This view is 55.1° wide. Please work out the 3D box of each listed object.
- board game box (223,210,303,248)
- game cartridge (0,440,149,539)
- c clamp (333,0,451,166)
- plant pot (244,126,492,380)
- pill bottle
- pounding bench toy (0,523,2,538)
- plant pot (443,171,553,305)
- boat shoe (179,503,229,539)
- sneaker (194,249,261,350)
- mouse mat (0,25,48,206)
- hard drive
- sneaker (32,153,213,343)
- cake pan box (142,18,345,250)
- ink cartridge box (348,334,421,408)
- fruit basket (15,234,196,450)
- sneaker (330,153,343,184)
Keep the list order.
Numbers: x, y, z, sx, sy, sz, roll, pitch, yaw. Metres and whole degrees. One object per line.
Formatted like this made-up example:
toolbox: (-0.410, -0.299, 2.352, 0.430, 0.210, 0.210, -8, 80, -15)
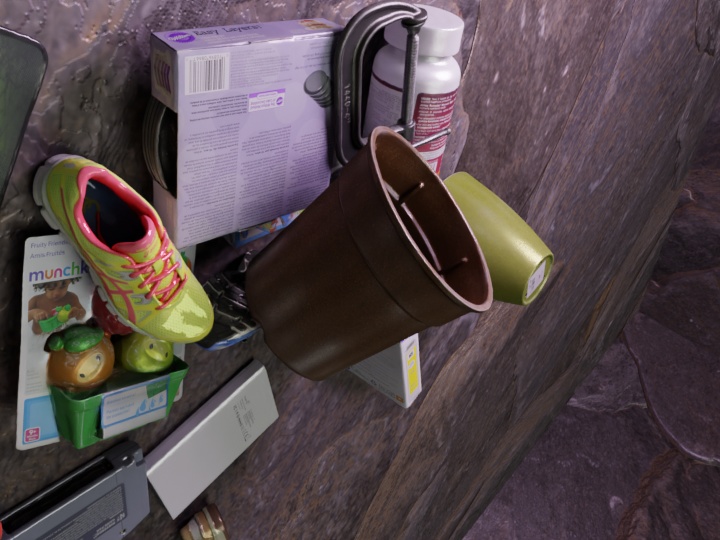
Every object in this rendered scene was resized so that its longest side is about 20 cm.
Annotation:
board game box: (-0.090, -0.137, 0.734, 0.133, 0.034, 0.204, -25, 137, -35)
game cartridge: (-0.331, 0.293, 0.777, 0.198, 0.041, 0.136, -29, 144, -41)
c clamp: (0.033, -0.190, 0.715, 0.169, 0.027, 0.203, -35, 145, -24)
plant pot: (0.000, 0.000, 0.697, 0.196, 0.204, 0.199, -34, 159, 23)
pill bottle: (0.061, -0.206, 0.839, 0.108, 0.109, 0.204, -27, 138, -42)
pounding bench toy: (-0.376, 0.185, 0.516, 0.155, 0.123, 0.204, -34, 143, -35)
plant pot: (0.210, -0.032, 1.138, 0.186, 0.198, 0.190, -37, 145, -31)
boat shoe: (-0.235, 0.431, 1.036, 0.075, 0.072, 0.204, -22, 129, -25)
sneaker: (-0.135, 0.049, 0.761, 0.090, 0.077, 0.200, -59, 178, 18)
mouse mat: (-0.315, -0.085, 0.478, 0.159, 0.007, 0.204, 4, 114, -58)
hard drive: (-0.197, 0.227, 0.930, 0.199, 0.026, 0.134, -41, 146, -28)
sneaker: (-0.188, -0.010, 0.579, 0.201, 0.089, 0.079, 52, 59, -28)
cake pan box: (-0.105, -0.130, 0.646, 0.197, 0.052, 0.188, -23, 134, -38)
ink cartridge box: (-0.010, 0.066, 0.894, 0.047, 0.195, 0.203, -42, 148, -28)
fruit basket: (-0.231, 0.060, 0.657, 0.183, 0.093, 0.205, -11, 123, -52)
sneaker: (-0.012, -0.091, 0.855, 0.075, 0.087, 0.203, -36, 143, -31)
